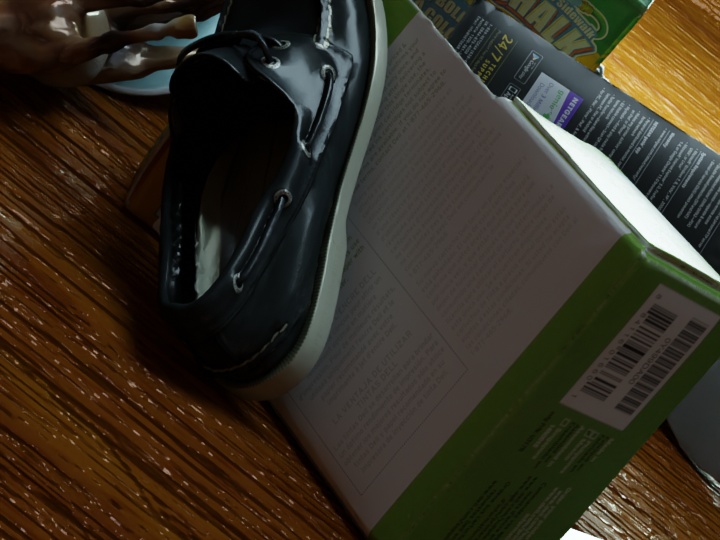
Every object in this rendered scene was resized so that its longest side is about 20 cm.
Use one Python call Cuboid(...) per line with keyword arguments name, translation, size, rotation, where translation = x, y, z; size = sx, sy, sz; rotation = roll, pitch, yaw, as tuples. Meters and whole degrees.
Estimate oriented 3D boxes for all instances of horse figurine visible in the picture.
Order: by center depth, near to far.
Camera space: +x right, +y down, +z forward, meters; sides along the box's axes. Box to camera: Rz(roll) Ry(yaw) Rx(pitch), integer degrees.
Cuboid(name="horse figurine", translation=(-0.106, -0.103, 1.079), size=(0.200, 0.132, 0.050), rotation=(-20, 103, -73))

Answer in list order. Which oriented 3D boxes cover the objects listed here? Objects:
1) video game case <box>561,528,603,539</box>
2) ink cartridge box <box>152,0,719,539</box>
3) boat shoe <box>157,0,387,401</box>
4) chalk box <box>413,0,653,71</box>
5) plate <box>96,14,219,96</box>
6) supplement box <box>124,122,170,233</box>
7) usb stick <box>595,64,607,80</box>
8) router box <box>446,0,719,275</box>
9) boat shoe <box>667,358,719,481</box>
Cuboid(name="video game case", translation=(0.155, 0.182, 1.005), size=(0.182, 0.023, 0.200), rotation=(24, 20, -45))
Cuboid(name="ink cartridge box", translation=(0.028, -0.001, 0.984), size=(0.076, 0.148, 0.200), rotation=(25, 20, -46))
Cuboid(name="boat shoe", translation=(-0.042, -0.055, 0.965), size=(0.066, 0.074, 0.200), rotation=(32, 60, -43))
Cuboid(name="chalk box", translation=(0.080, -0.152, 1.260), size=(0.124, 0.200, 0.124), rotation=(41, 38, -1))
Cuboid(name="plate", translation=(-0.115, -0.178, 1.191), size=(0.026, 0.201, 0.200), rotation=(-7, -23, 41))
Cuboid(name="supplement box", translation=(0.000, 0.000, 1.079), size=(0.200, 0.069, 0.067), rotation=(39, 13, -8))
Cuboid(name="usb stick", translation=(0.045, -0.150, 1.379), size=(0.200, 0.055, 0.033), rotation=(40, 55, -1))
Cuboid(name="router box", translation=(0.083, -0.016, 1.118), size=(0.157, 0.052, 0.200), rotation=(34, -21, 3))
Cuboid(name="boat shoe", translation=(0.183, 0.054, 1.382), size=(0.066, 0.070, 0.200), rotation=(23, 14, -44))
